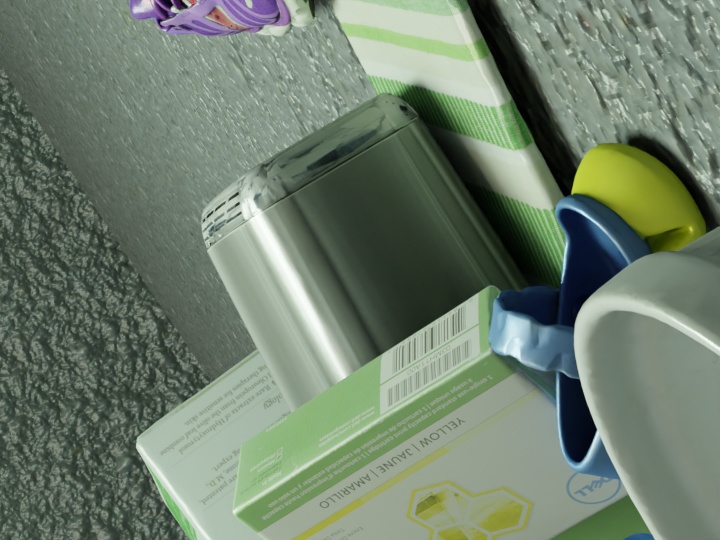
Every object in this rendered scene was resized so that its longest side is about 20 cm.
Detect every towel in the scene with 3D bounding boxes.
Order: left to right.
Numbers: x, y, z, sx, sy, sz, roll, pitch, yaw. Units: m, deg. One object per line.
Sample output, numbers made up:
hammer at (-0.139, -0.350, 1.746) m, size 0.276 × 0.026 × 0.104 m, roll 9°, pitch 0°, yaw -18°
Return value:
towel at (0.048, -0.064, 0.806) m, size 0.200 × 0.023 × 0.152 m, roll 61°, pitch 168°, yaw -21°

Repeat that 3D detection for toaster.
toaster at (0.000, 0.000, 0.842) m, size 0.129 × 0.113 × 0.200 m, roll 59°, pitch 167°, yaw -2°

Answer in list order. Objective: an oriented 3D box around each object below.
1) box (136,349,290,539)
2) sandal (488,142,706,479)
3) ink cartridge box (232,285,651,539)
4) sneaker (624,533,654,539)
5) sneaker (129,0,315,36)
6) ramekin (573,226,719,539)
box at (-0.053, 0.175, 1.499) m, size 0.171 × 0.200 × 0.199 m, roll 50°, pitch 167°, yaw 17°
sandal at (0.112, 0.051, 0.699) m, size 0.200 × 0.087 × 0.079 m, roll 58°, pitch 167°, yaw -22°
ink cartridge box at (0.064, 0.109, 0.781) m, size 0.200 × 0.145 × 0.048 m, roll 42°, pitch -151°, yaw -28°
sneaker at (0.078, 0.123, 0.897) m, size 0.200 × 0.111 × 0.077 m, roll 24°, pitch 144°, yaw 40°
sneaker at (-0.071, -0.142, 0.876) m, size 0.200 × 0.083 × 0.081 m, roll 149°, pitch 105°, yaw -80°
ramekin at (0.157, 0.060, 0.468) m, size 0.200 × 0.105 × 0.200 m, roll 53°, pitch 169°, yaw 15°
